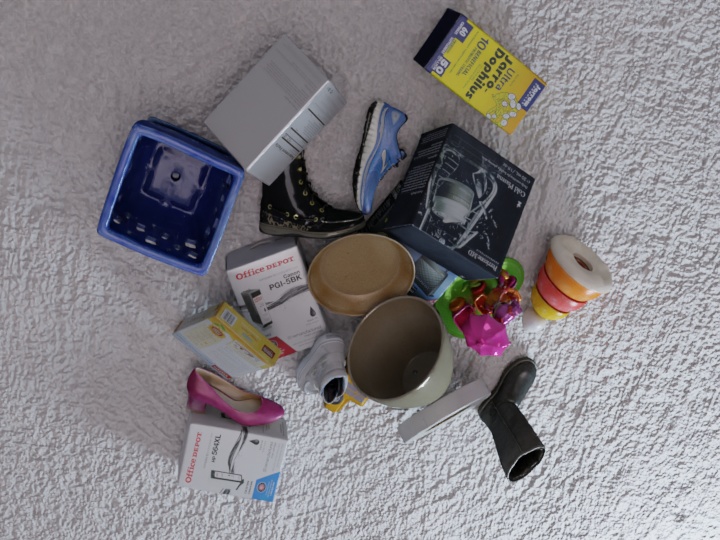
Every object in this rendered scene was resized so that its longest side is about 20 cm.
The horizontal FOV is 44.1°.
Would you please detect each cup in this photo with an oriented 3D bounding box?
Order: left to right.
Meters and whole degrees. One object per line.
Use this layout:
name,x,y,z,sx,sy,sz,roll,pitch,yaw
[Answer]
cup,0.093,0.169,1.630,0.199,0.202,0.143,-39,138,8

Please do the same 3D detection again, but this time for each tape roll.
tape roll,0.162,0.275,1.734,0.200,0.203,0.038,-30,76,4

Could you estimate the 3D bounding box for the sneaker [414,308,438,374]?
sneaker,0.133,0.164,1.758,0.081,0.071,0.205,-8,111,-26

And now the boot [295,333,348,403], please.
boot,-0.073,0.209,1.676,0.072,0.097,0.201,1,146,-17

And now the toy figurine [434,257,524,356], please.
toy figurine,0.248,0.082,1.672,0.198,0.185,0.151,-35,112,6

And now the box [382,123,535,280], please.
box,0.174,-0.117,1.574,0.197,0.123,0.200,28,78,-21

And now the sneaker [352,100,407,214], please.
sneaker,0.038,-0.195,1.595,0.087,0.079,0.204,12,108,-10

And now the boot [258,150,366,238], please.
boot,-0.092,-0.141,1.583,0.198,0.074,0.158,2,110,13

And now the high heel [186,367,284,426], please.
high heel,-0.238,0.239,1.717,0.195,0.068,0.097,13,126,-6

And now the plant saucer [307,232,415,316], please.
plant saucer,0.000,0.000,1.607,0.195,0.036,0.203,-4,133,-4

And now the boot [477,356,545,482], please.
boot,0.315,0.289,1.750,0.072,0.201,0.184,27,105,-17

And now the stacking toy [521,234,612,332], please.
stacking toy,0.377,0.046,1.722,0.144,0.147,0.201,26,121,-16

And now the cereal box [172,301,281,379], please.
cereal box,-0.248,0.132,1.631,0.144,0.198,0.040,43,58,-19

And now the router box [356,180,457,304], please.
router box,0.101,-0.045,1.668,0.199,0.062,0.150,38,101,-19

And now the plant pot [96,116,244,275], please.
plant pot,-0.316,-0.140,1.511,0.196,0.180,0.203,22,107,-14

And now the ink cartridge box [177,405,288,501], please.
ink cartridge box,-0.254,0.361,1.761,0.195,0.085,0.149,11,108,-12

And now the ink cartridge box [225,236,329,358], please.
ink cartridge box,-0.154,0.050,1.658,0.144,0.083,0.204,-19,113,1

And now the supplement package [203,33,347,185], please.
supplement package,-0.141,-0.266,1.492,0.200,0.120,0.121,-45,76,5

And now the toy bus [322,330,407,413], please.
toy bus,0.005,0.192,1.744,0.077,0.065,0.202,30,103,-19

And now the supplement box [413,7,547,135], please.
supplement box,0.206,-0.346,1.544,0.198,0.110,0.110,33,104,-18
